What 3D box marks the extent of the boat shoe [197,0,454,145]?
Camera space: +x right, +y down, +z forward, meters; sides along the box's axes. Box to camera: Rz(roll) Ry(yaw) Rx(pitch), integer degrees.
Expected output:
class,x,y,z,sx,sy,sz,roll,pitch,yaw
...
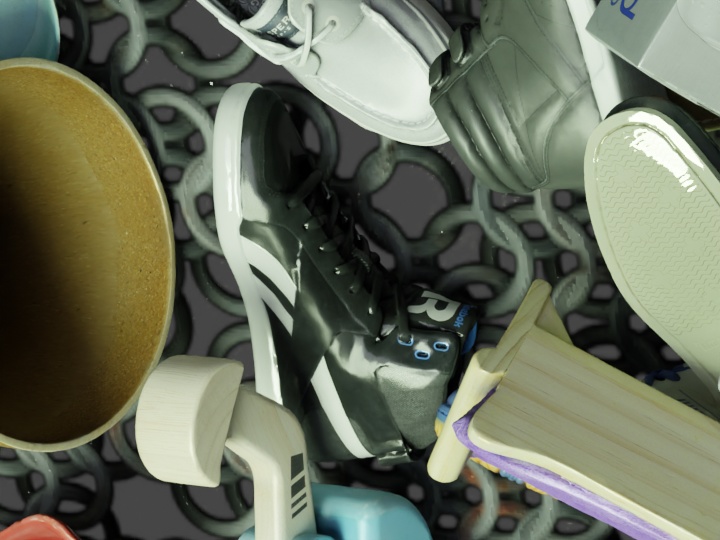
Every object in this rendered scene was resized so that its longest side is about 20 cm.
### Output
class,x,y,z,sx,sy,sz,roll,pitch,yaw
boat shoe,-0.033,-0.126,1.111,0.200,0.069,0.072,45,118,-1

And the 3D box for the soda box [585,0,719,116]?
class,x,y,z,sx,sy,sz,roll,pitch,yaw
soda box,0.176,-0.162,0.974,0.063,0.068,0.200,27,101,-22

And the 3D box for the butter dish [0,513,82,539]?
class,x,y,z,sx,sy,sz,roll,pitch,yaw
butter dish,-0.171,0.250,1.239,0.200,0.148,0.199,52,146,-3

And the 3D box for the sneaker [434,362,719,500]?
class,x,y,z,sx,sy,sz,roll,pitch,yaw
sneaker,0.138,0.074,1.126,0.200,0.075,0.088,15,93,4

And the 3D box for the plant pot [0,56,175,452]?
class,x,y,z,sx,sy,sz,roll,pitch,yaw
plant pot,-0.226,0.000,1.188,0.200,0.186,0.187,-6,108,37

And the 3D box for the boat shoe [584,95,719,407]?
class,x,y,z,sx,sy,sz,roll,pitch,yaw
boat shoe,0.161,-0.001,1.035,0.072,0.068,0.200,-18,122,36

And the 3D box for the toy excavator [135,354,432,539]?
class,x,y,z,sx,sy,sz,roll,pitch,yaw
toy excavator,-0.029,0.129,1.148,0.100,0.194,0.200,1,98,37

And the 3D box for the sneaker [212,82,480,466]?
class,x,y,z,sx,sy,sz,roll,pitch,yaw
sneaker,0.000,0.000,1.152,0.112,0.073,0.200,-1,117,18

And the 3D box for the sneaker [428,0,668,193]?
class,x,y,z,sx,sy,sz,roll,pitch,yaw
sneaker,0.066,-0.124,1.062,0.099,0.071,0.200,-16,89,31

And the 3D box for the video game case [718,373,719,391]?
class,x,y,z,sx,sy,sz,roll,pitch,yaw
video game case,0.265,0.015,0.951,0.182,0.022,0.200,25,129,2

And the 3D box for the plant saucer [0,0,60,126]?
class,x,y,z,sx,sy,sz,roll,pitch,yaw
plant saucer,-0.239,-0.144,1.169,0.200,0.027,0.200,9,139,8

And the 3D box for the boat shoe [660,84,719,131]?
class,x,y,z,sx,sy,sz,roll,pitch,yaw
boat shoe,0.202,-0.113,1.027,0.200,0.063,0.073,-23,101,29

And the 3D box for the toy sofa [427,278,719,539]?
class,x,y,z,sx,sy,sz,roll,pitch,yaw
toy sofa,0.130,0.100,1.027,0.200,0.098,0.083,27,139,7
